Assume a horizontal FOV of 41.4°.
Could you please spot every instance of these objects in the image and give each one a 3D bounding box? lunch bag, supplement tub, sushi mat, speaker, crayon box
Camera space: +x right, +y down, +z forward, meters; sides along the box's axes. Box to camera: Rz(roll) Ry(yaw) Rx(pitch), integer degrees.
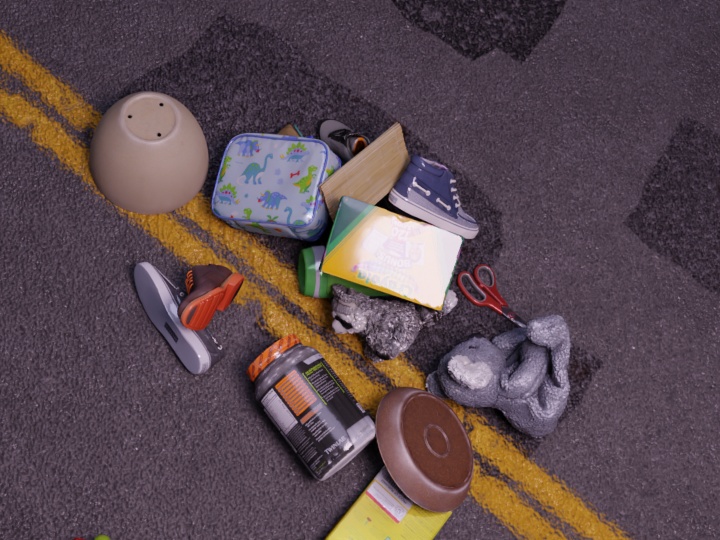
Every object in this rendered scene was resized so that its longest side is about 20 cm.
[{"bbox_3d":[-0.134,-0.140,1.550,0.197,0.082,0.163,7,77,22],"label":"lunch bag"},{"bbox_3d":[-0.076,0.203,1.436,0.122,0.123,0.201,-33,77,-24],"label":"supplement tub"},{"bbox_3d":[0.012,-0.150,1.542,0.012,0.097,0.200,18,49,41],"label":"sushi mat"},{"bbox_3d":[0.000,0.000,1.565,0.197,0.089,0.090,-2,67,-14],"label":"speaker"},{"bbox_3d":[0.028,0.396,1.414,0.127,0.051,0.200,42,63,6],"label":"crayon box"},{"bbox_3d":[0.046,-0.026,1.455,0.197,0.058,0.121,18,89,-5],"label":"crayon box"}]

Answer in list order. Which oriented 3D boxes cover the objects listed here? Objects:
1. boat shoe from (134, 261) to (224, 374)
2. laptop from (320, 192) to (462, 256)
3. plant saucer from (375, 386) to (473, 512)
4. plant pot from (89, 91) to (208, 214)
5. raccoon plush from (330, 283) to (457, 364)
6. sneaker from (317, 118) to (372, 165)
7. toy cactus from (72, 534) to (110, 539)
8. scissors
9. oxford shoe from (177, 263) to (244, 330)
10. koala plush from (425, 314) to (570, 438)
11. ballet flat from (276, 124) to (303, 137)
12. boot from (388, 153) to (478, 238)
[{"bbox_3d":[-0.278,0.066,1.484,0.066,0.070,0.201,-24,69,-42],"label":"boat shoe"},{"bbox_3d":[0.038,-0.060,1.583,0.198,0.104,0.178,-26,30,-3],"label":"laptop"},{"bbox_3d":[0.107,0.264,1.447,0.199,0.034,0.203,28,44,-30],"label":"plant saucer"},{"bbox_3d":[-0.342,-0.212,1.551,0.197,0.135,0.203,5,65,-12],"label":"plant pot"},{"bbox_3d":[0.042,0.049,1.521,0.199,0.096,0.135,-38,108,-22],"label":"raccoon plush"},{"bbox_3d":[-0.014,-0.212,1.637,0.073,0.080,0.201,-21,45,-19],"label":"sneaker"},{"bbox_3d":[-0.312,0.451,1.296,0.163,0.103,0.202,-6,59,-26],"label":"toy cactus"},{"bbox_3d":[0.244,0.074,1.632,0.073,0.014,0.201,-32,78,-26],"label":"scissors"},{"bbox_3d":[-0.245,0.036,1.454,0.072,0.200,0.072,32,105,4],"label":"oxford shoe"},{"bbox_3d":[0.210,0.168,1.497,0.197,0.177,0.187,3,76,-16],"label":"koala plush"},{"bbox_3d":[-0.088,-0.167,1.623,0.063,0.069,0.201,-33,59,-11],"label":"ballet flat"},{"bbox_3d":[0.144,-0.123,1.608,0.198,0.091,0.073,19,19,-39],"label":"boot"}]
